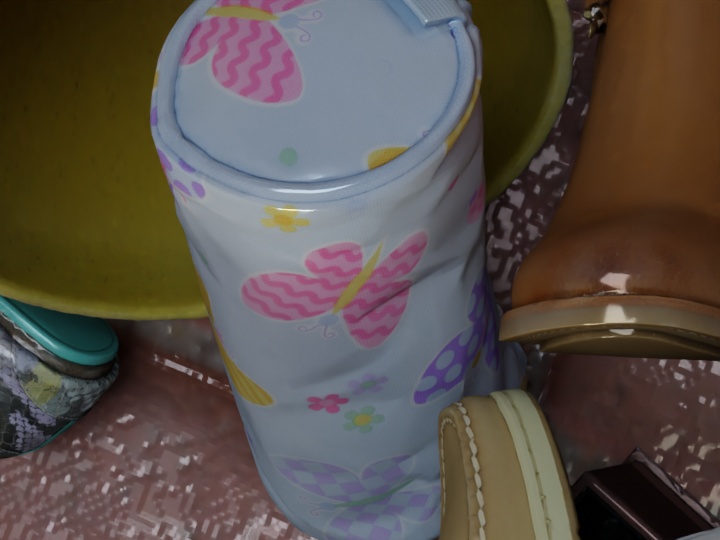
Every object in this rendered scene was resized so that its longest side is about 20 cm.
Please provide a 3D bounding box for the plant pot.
[{"bbox_3d":[-0.050,-0.100,0.761,0.199,0.200,0.143,-23,55,15],"label":"plant pot"}]

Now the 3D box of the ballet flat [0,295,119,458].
[{"bbox_3d":[-0.163,-0.014,0.845,0.072,0.072,0.200,-47,75,11],"label":"ballet flat"}]

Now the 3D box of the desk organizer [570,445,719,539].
[{"bbox_3d":[0.037,0.151,0.769,0.072,0.077,0.200,42,100,14],"label":"desk organizer"}]

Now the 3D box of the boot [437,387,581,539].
[{"bbox_3d":[-0.019,0.129,0.681,0.154,0.073,0.202,2,83,-3],"label":"boot"}]

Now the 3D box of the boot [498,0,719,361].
[{"bbox_3d":[0.082,-0.058,0.696,0.073,0.200,0.156,3,97,13],"label":"boot"}]

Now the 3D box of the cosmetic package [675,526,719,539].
[{"bbox_3d":[0.135,0.189,0.597,0.199,0.123,0.200,33,63,-13],"label":"cosmetic package"}]

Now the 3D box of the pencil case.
[{"bbox_3d":[0.000,0.000,0.722,0.090,0.200,0.083,-19,56,-3],"label":"pencil case"}]
